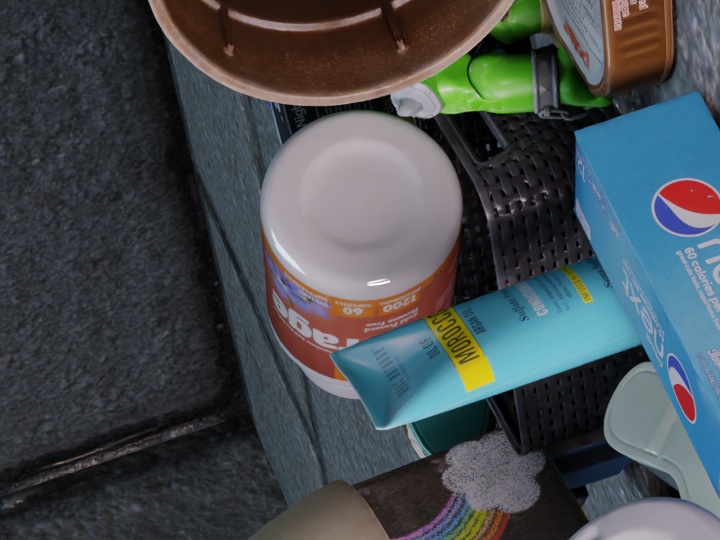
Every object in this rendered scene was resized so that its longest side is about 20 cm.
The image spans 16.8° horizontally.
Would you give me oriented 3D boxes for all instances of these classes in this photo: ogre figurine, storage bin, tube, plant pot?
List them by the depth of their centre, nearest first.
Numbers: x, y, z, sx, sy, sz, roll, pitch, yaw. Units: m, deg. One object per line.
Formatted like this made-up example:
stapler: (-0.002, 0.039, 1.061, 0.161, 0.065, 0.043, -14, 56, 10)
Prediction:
tube: (0.088, 0.028, 1.208, 0.077, 0.199, 0.051, -128, 21, -63)
plant pot: (-0.027, -0.223, 1.239, 0.199, 0.199, 0.201, -107, 5, -46)
ogre figurine: (0.052, -0.155, 1.340, 0.098, 0.119, 0.201, 99, 153, -72)
storage bin: (0.103, -0.012, 1.401, 0.135, 0.093, 0.201, -118, 13, -50)

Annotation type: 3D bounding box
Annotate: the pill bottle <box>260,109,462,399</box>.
pill bottle: (0.000, 0.000, 1.400, 0.200, 0.112, 0.113, 90, 160, -66)

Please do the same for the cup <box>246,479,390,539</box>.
cup: (-0.040, 0.239, 1.397, 0.200, 0.142, 0.201, 160, 90, -77)

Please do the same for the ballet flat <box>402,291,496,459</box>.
ballet flat: (0.041, 0.042, 1.537, 0.072, 0.067, 0.201, 86, 167, -68)

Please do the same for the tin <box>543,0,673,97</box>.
tin: (0.114, -0.174, 1.189, 0.112, 0.042, 0.201, -110, 7, -46)

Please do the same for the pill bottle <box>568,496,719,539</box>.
pill bottle: (0.173, 0.201, 1.151, 0.200, 0.111, 0.112, 46, -169, -40)

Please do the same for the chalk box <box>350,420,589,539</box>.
chalk box: (0.087, 0.214, 1.427, 0.124, 0.124, 0.201, 86, 160, -53)

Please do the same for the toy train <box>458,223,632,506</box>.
toy train: (0.108, 0.055, 1.558, 0.114, 0.086, 0.201, 122, 133, -67)

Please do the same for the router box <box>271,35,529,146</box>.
router box: (0.012, -0.164, 1.459, 0.052, 0.156, 0.201, -127, 22, -65)

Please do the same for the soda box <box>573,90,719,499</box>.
soda box: (0.166, 0.017, 1.130, 0.064, 0.067, 0.201, 83, 166, -55)

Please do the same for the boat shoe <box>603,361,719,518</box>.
boat shoe: (0.193, 0.101, 1.232, 0.062, 0.073, 0.200, 28, -176, -25)

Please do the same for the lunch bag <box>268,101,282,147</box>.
lunch bag: (0.005, -0.098, 1.773, 0.170, 0.123, 0.201, 90, 168, -62)
